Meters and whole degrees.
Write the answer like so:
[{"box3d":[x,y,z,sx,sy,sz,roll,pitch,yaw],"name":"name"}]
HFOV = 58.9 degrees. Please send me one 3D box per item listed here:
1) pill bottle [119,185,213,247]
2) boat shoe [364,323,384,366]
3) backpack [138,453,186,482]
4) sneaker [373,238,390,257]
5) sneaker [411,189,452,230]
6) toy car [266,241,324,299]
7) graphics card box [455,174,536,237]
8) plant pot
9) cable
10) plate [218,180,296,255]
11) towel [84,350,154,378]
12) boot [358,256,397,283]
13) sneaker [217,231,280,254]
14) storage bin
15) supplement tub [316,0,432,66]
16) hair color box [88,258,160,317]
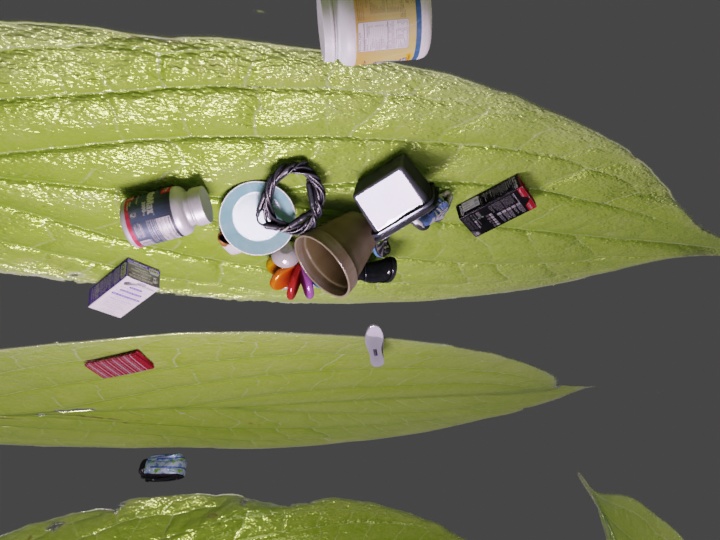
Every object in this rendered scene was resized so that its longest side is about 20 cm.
[{"box3d":[-0.463,-0.136,1.535,0.195,0.122,0.120,-14,148,3],"name":"pill bottle"},{"box3d":[0.057,0.265,2.370,0.070,0.066,0.203,-10,127,4],"name":"boat shoe"},{"box3d":[-0.934,0.948,3.061,0.195,0.157,0.165,7,148,12],"name":"backpack"},{"box3d":[0.065,-0.105,1.795,0.080,0.072,0.201,-7,145,6],"name":"sneaker"},{"box3d":[0.183,-0.166,1.691,0.199,0.076,0.078,-35,164,-54],"name":"sneaker"},{"box3d":[-0.169,0.011,1.824,0.195,0.153,0.177,-5,147,-9],"name":"toy car"},{"box3d":[0.382,-0.179,1.800,0.197,0.052,0.125,-28,144,23],"name":"graphics card box"},{"box3d":[-0.049,-0.060,1.705,0.173,0.199,0.202,-42,160,-28],"name":"plant pot"},{"box3d":[-0.164,-0.175,1.575,0.160,0.051,0.203,19,117,-17],"name":"cable"},{"box3d":[-0.262,-0.135,1.630,0.195,0.026,0.205,-4,117,-8],"name":"plate"},{"box3d":[-0.839,0.331,2.231,0.195,0.023,0.145,-12,150,4],"name":"towel"},{"box3d":[0.000,-0.001,1.885,0.159,0.075,0.197,5,170,-25],"name":"boot"},{"box3d":[-0.290,-0.099,1.690,0.196,0.074,0.085,-20,150,16],"name":"sneaker"},{"box3d":[0.083,-0.197,1.616,0.197,0.147,0.135,-28,116,25],"name":"storage bin"},{"box3d":[0.023,-0.456,1.169,0.195,0.148,0.146,-7,148,-6],"name":"supplement tub"},{"box3d":[-0.673,0.053,1.815,0.198,0.066,0.108,-29,143,29],"name":"hair color box"}]
